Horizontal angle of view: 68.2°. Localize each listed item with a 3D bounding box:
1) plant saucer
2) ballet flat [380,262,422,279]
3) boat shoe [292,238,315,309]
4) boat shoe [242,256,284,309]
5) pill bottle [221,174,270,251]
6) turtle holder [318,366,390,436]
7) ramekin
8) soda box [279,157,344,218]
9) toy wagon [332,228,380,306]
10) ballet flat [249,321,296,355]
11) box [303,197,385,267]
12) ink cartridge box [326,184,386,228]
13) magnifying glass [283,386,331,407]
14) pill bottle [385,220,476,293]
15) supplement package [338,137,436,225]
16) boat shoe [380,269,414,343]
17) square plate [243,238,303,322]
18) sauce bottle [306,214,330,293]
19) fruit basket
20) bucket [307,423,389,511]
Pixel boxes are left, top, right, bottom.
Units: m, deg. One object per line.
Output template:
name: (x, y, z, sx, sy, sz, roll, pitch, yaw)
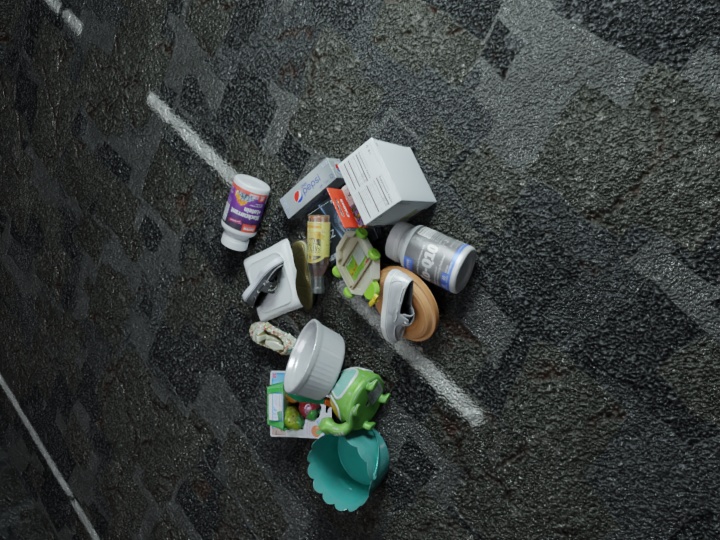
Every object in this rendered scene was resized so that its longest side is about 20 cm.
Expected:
plant saucer: (0.104, 0.087, 1.301, 0.197, 0.032, 0.205, 28, 135, 32)
ballet flat: (0.066, 0.008, 1.359, 0.196, 0.046, 0.070, 16, 104, 30)
boat shoe: (-0.143, 0.009, 1.482, 0.071, 0.065, 0.207, 19, 124, 41)
boat shoe: (-0.271, 0.042, 1.536, 0.200, 0.070, 0.067, -44, 80, 28)
pill bottle: (-0.345, -0.167, 1.566, 0.110, 0.110, 0.204, 31, 111, 25)
turtle holder: (-0.021, 0.344, 1.387, 0.130, 0.140, 0.190, 21, 89, 37)
ramekin: (-0.121, 0.244, 1.420, 0.096, 0.202, 0.203, 25, 115, -18)
soda box: (-0.127, -0.221, 1.447, 0.198, 0.068, 0.065, -35, 78, 30)
toy wagon: (0.000, 0.000, 1.323, 0.203, 0.039, 0.156, 60, 135, 28)
ballet flat: (-0.272, 0.201, 1.585, 0.195, 0.063, 0.078, 12, 105, 31)
box: (-0.046, -0.119, 1.419, 0.197, 0.043, 0.164, -26, 81, 32)
ink cartridge box: (0.009, -0.163, 1.288, 0.050, 0.198, 0.111, -30, 80, 30)
magnifying glass: (-0.118, 0.350, 1.466, 0.195, 0.080, 0.023, 24, 106, -5)
pill bottle: (0.162, -0.037, 1.253, 0.197, 0.113, 0.117, 26, 108, 28)
supplement package: (0.067, -0.202, 1.246, 0.110, 0.198, 0.159, -31, 79, 30)
boat shoe: (0.095, 0.093, 1.242, 0.067, 0.071, 0.205, 24, 125, 33)
square plate: (-0.263, 0.034, 1.584, 0.195, 0.028, 0.206, -21, 84, 33)
sauce bottle: (-0.110, -0.044, 1.405, 0.064, 0.065, 0.207, 4, 96, 31)
fruit basket: (-0.175, 0.385, 1.525, 0.194, 0.093, 0.192, -2, 85, 23)
bucket: (-0.027, 0.512, 1.419, 0.202, 0.134, 0.214, 4, 98, 31)
